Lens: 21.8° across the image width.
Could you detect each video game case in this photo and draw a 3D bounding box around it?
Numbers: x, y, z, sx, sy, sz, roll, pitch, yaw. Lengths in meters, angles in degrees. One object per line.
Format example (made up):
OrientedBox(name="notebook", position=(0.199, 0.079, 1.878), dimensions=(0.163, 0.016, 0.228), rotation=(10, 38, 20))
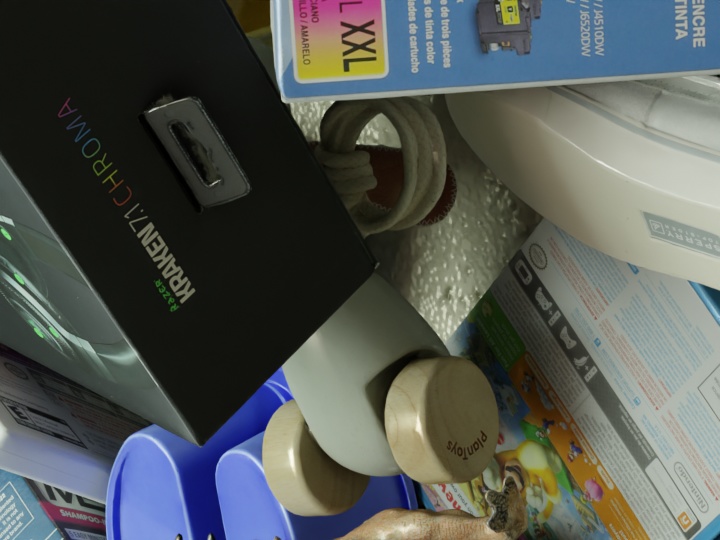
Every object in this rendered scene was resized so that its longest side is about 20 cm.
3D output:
OrientedBox(name="video game case", position=(-0.163, 0.057, 0.947), dimensions=(0.023, 0.200, 0.182), rotation=(-50, 54, 6))
OrientedBox(name="video game case", position=(0.090, 0.066, 0.768), dimensions=(0.144, 0.018, 0.200), rotation=(58, 137, 23))

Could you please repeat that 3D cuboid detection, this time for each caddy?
OrientedBox(name="caddy", position=(-0.037, 0.146, 0.874), dimensions=(0.140, 0.104, 0.203), rotation=(5, 102, 42))

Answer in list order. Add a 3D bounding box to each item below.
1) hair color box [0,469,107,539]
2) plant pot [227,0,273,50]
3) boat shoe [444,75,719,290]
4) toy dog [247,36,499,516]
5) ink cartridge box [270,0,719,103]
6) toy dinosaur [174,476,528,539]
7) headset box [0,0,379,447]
OrientedBox(name="hair color box", position=(-0.182, 0.102, 0.955), dimensions=(0.061, 0.100, 0.200), rotation=(-46, 59, 8))
OrientedBox(name="plant pot", position=(-0.089, -0.162, 0.820), dimensions=(0.142, 0.198, 0.202), rotation=(124, 127, -70))
OrientedBox(name="boat shoe", position=(0.117, -0.046, 0.671), dimensions=(0.199, 0.069, 0.072), rotation=(22, 151, 47))
OrientedBox(name="toy dog", position=(0.000, 0.000, 0.750), dimensions=(0.131, 0.096, 0.202), rotation=(10, 117, 31))
OrientedBox(name="ink cartridge box", position=(0.068, -0.104, 0.619), dimensions=(0.137, 0.197, 0.077), rotation=(-103, 11, -78))
OrientedBox(name="toy dinosaur", position=(-0.006, 0.132, 0.741), dimensions=(0.135, 0.198, 0.087), rotation=(-17, 88, 64))
OrientedBox(name="headset box", position=(-0.109, -0.051, 0.637), dimensions=(0.199, 0.093, 0.175), rotation=(19, 146, 52))
